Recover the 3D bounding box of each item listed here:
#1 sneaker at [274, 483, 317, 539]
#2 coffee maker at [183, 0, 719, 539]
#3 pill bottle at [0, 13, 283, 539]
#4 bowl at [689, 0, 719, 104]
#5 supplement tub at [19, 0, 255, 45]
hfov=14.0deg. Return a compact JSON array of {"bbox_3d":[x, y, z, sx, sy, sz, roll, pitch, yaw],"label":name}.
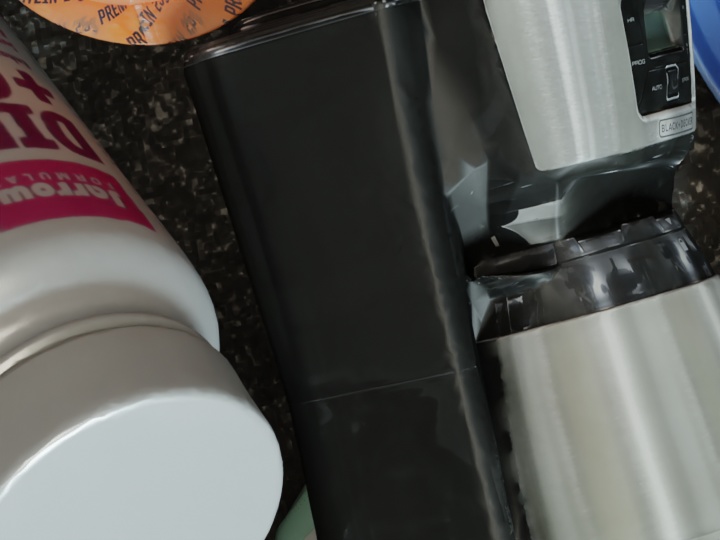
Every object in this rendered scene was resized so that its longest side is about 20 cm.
[{"bbox_3d":[0.000,0.000,0.937,0.118,0.074,0.201,32,97,11],"label":"sneaker"},{"bbox_3d":[0.020,0.019,0.827,0.191,0.135,0.201,-15,91,5],"label":"coffee maker"},{"bbox_3d":[-0.108,0.009,0.811,0.113,0.113,0.200,-42,51,2],"label":"pill bottle"},{"bbox_3d":[0.186,-0.106,0.855,0.200,0.039,0.201,9,118,18],"label":"bowl"},{"bbox_3d":[-0.048,-0.160,0.867,0.122,0.200,0.123,6,129,7],"label":"supplement tub"}]
